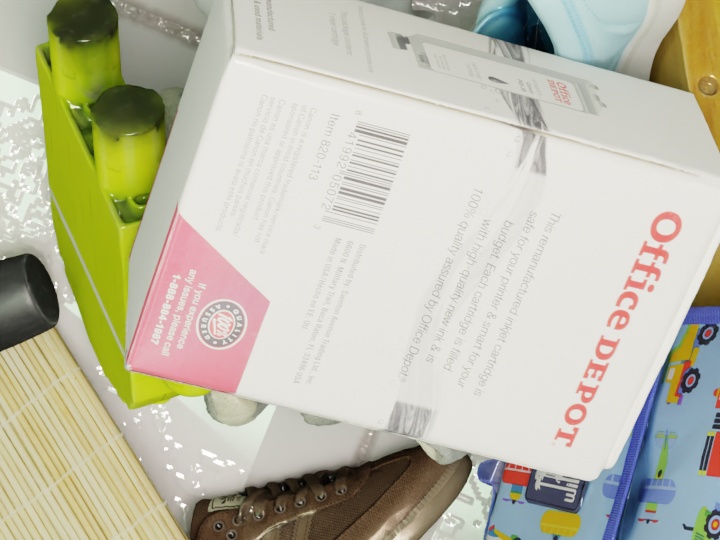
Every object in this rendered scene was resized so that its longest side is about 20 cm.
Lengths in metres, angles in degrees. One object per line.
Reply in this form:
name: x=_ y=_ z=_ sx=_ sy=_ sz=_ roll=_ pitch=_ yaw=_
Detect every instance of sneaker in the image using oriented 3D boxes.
sneaker: x=-0.041 y=0.131 z=1.112 sx=0.200 sy=0.070 sz=0.076 roll=-37 pitch=93 yaw=8
sneaker: x=0.075 y=-0.091 z=0.977 sx=0.082 sy=0.200 sz=0.074 roll=-19 pitch=65 yaw=-13

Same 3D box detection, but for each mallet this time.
mallet: x=-0.213 y=-0.049 z=1.096 sx=0.066 sy=0.041 sz=0.200 roll=-29 pitch=88 yaw=11

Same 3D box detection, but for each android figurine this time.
android figurine: x=-0.106 y=-0.021 z=1.039 sx=0.041 sy=0.182 sz=0.200 roll=-17 pitch=139 yaw=-15

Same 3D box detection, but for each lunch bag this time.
lunch bag: x=0.127 y=0.092 z=0.966 sx=0.094 sy=0.200 sz=0.151 roll=20 pitch=79 yaw=-39

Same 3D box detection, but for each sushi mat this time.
sushi mat: x=-0.150 y=0.103 z=1.088 sx=0.096 sy=0.012 sz=0.200 roll=-39 pitch=65 yaw=6

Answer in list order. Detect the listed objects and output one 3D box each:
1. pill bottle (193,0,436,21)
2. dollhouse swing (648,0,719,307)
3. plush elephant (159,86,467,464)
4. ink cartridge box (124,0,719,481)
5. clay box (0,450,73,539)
pill bottle: x=-0.027 y=-0.166 z=0.972 sx=0.109 sy=0.110 sz=0.200 roll=-12 pitch=103 yaw=5
dollhouse swing: x=0.221 y=-0.064 z=1.025 sx=0.200 sy=0.176 sz=0.182 roll=-4 pitch=71 yaw=-6
plush elephant: x=0.000 y=0.000 z=1.040 sx=0.200 sy=0.155 sz=0.165 roll=-4 pitch=101 yaw=4
ink cartridge box: x=0.023 y=-0.015 z=0.903 sx=0.200 sy=0.083 sz=0.147 roll=14 pitch=119 yaw=-13
clay box: x=-0.149 y=0.199 z=1.094 sx=0.115 sy=0.048 sz=0.200 roll=-37 pitch=67 yaw=10
